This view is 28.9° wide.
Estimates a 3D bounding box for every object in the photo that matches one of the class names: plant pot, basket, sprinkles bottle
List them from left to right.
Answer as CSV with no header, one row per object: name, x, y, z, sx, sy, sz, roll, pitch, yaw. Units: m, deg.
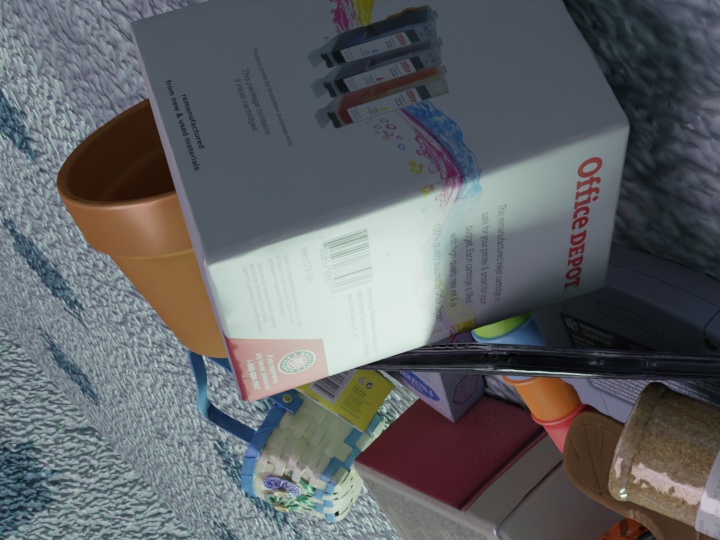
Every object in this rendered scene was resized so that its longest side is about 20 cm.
plant pot,-0.082,-0.037,0.932,0.200,0.200,0.140,20,138,53
basket,-0.082,0.152,1.388,0.200,0.139,0.177,32,157,15
sprinkles bottle,0.229,0.121,0.706,0.199,0.068,0.068,20,150,23

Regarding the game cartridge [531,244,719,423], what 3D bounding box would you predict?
game cartridge,0.179,0.050,0.809,0.200,0.041,0.133,24,144,50

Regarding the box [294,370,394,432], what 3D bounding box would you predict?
box,-0.035,0.077,1.190,0.075,0.050,0.200,35,180,-14

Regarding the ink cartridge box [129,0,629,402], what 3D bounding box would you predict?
ink cartridge box,0.010,-0.053,0.685,0.145,0.199,0.145,84,167,-58

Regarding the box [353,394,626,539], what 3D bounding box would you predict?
box,0.108,0.182,1.089,0.200,0.109,0.128,14,140,58

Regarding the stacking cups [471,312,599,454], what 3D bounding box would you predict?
stacking cups,0.105,0.041,0.927,0.060,0.061,0.200,16,145,57

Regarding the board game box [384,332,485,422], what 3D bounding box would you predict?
board game box,0.000,0.000,1.083,0.200,0.041,0.200,35,156,35

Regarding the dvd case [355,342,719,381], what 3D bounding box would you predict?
dvd case,0.091,0.051,0.774,0.200,0.148,0.016,172,101,-67

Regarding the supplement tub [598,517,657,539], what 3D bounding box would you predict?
supplement tub,0.240,0.256,0.928,0.200,0.122,0.123,35,156,36

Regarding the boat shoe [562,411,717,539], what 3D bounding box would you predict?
boat shoe,0.213,0.142,0.859,0.200,0.069,0.074,37,118,48
